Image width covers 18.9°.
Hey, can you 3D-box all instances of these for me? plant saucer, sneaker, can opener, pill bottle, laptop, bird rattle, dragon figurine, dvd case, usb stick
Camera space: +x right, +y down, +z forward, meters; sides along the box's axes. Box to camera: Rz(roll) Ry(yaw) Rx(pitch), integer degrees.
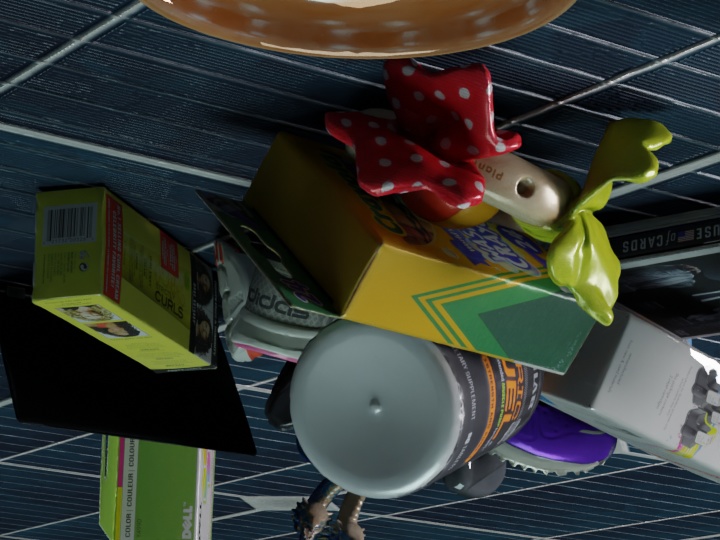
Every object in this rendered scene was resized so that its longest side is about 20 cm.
[{"bbox_3d":[-0.004,-0.140,0.909,0.200,0.038,0.200,3,165,1],"label":"plant saucer"},{"bbox_3d":[0.000,0.000,1.354,0.074,0.088,0.200,23,-159,33],"label":"sneaker"},{"bbox_3d":[0.080,0.141,1.545,0.053,0.067,0.200,5,-174,17],"label":"can opener"},{"bbox_3d":[0.044,0.064,1.279,0.106,0.106,0.200,-5,-175,23],"label":"pill bottle"},{"bbox_3d":[-0.052,0.016,1.442,0.082,0.077,0.200,-8,175,-3],"label":"sneaker"},{"bbox_3d":[-0.202,0.083,1.598,0.187,0.116,0.200,12,162,-30],"label":"laptop"},{"bbox_3d":[0.055,-0.046,1.138,0.200,0.113,0.163,13,180,-31],"label":"bird rattle"},{"bbox_3d":[-0.008,0.114,1.550,0.059,0.200,0.099,29,126,-27],"label":"dragon figurine"},{"bbox_3d":[0.233,0.003,1.357,0.200,0.025,0.150,-10,156,37],"label":"dvd case"},{"bbox_3d":[0.093,0.060,1.465,0.200,0.100,0.070,26,-152,0],"label":"sneaker"},{"bbox_3d":[-0.035,0.070,1.496,0.033,0.055,0.200,45,-173,-3],"label":"usb stick"}]

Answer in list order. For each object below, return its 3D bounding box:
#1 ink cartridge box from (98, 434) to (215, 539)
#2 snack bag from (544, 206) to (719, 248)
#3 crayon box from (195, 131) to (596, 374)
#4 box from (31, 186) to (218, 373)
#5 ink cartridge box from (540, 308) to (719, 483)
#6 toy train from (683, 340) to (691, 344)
[{"bbox_3d":[-0.168,0.159,1.810,0.076,0.148,0.200,1,165,2],"label":"ink cartridge box"},{"bbox_3d":[0.248,-0.006,1.399,0.188,0.021,0.200,-9,161,36],"label":"snack bag"},{"bbox_3d":[0.023,-0.012,1.197,0.200,0.052,0.126,14,-157,-38],"label":"crayon box"},{"bbox_3d":[-0.149,0.009,1.404,0.050,0.075,0.200,-5,162,17],"label":"box"},{"bbox_3d":[0.197,0.084,1.413,0.200,0.068,0.115,27,175,-33],"label":"ink cartridge box"},{"bbox_3d":[0.146,0.069,1.570,0.200,0.087,0.114,-4,170,18],"label":"toy train"}]
